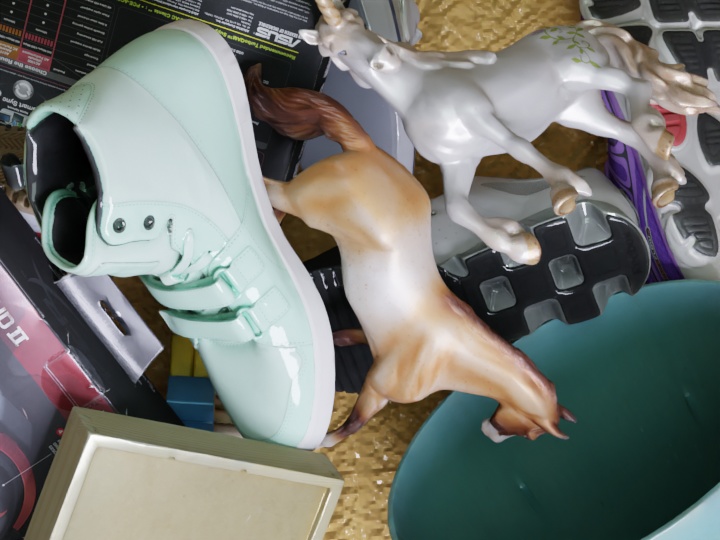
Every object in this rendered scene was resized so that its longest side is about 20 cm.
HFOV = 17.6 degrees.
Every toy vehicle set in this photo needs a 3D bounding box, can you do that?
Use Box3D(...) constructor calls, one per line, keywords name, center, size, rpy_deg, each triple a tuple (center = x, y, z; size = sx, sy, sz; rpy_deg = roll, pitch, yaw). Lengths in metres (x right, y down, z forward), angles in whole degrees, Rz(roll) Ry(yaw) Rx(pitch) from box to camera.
Box3D(name="toy vehicle set", center=(-0.098, 0.164, 1.015), size=(0.124, 0.027, 0.201), rpy_deg=(14, 106, -28))

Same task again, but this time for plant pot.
Box3D(name="plant pot", center=(0.138, 0.129, 1.065), size=(0.200, 0.201, 0.161), rpy_deg=(-36, 116, -7))

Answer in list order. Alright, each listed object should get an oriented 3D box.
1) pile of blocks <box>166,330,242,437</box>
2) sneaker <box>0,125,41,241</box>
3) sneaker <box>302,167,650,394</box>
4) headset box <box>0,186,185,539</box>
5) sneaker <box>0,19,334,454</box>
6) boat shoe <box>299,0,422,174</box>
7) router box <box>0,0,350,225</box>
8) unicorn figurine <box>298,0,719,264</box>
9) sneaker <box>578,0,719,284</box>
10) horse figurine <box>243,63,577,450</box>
Box3D(name="pile of blocks", center=(-0.064, 0.110, 1.108), size=(0.062, 0.082, 0.201), rpy_deg=(2, 82, -3))
Box3D(name="sneaker", center=(-0.178, -0.005, 1.093), size=(0.199, 0.071, 0.113), rpy_deg=(5, 123, 6))
Box3D(name="sneaker", center=(0.038, 0.000, 1.128), size=(0.199, 0.089, 0.074), rpy_deg=(-13, 119, 5))
Box3D(name="headset box", center=(-0.182, 0.071, 1.032), size=(0.200, 0.075, 0.149), rpy_deg=(-34, 110, 9))
Box3D(name="sneaker", center=(-0.085, 0.005, 0.996), size=(0.118, 0.074, 0.201), rpy_deg=(-32, 109, -46))
Box3D(name="boat shoe", center=(0.002, -0.122, 1.147), size=(0.070, 0.071, 0.201), rpy_deg=(-23, 105, -48))
Box3D(name="router box", center=(-0.115, -0.102, 1.104), size=(0.199, 0.062, 0.150), rpy_deg=(19, 119, -1))
Box3D(name="unicorn figurine", center=(0.063, -0.074, 1.046), size=(0.200, 0.074, 0.137), rpy_deg=(-10, 52, -46))
Box3D(name="sneaker", center=(0.139, -0.076, 1.153), size=(0.080, 0.083, 0.201), rpy_deg=(0, 67, -23))
Box3D(name="horse figurine", center=(0.000, 0.000, 1.039), size=(0.050, 0.132, 0.201), rpy_deg=(-33, 105, -49))
